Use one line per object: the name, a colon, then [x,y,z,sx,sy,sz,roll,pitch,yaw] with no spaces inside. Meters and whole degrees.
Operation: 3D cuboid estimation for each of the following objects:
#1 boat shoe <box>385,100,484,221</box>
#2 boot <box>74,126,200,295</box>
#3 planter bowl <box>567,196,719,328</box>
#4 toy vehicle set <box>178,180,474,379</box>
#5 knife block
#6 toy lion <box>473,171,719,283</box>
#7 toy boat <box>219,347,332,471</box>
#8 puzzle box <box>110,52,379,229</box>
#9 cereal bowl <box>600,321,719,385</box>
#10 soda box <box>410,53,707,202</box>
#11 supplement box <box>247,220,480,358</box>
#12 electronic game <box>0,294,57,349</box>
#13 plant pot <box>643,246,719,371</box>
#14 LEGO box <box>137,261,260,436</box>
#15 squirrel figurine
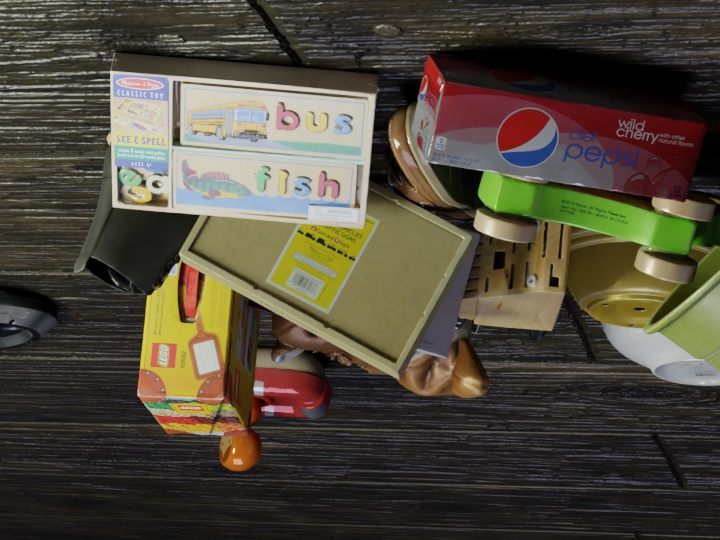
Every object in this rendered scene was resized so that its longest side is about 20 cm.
boat shoe: [0.052,-0.077,1.719,0.068,0.072,0.200,-3,162,21]
boot: [-0.137,-0.023,1.778,0.200,0.139,0.077,27,158,-27]
planter bowl: [0.243,0.000,1.905,0.200,0.084,0.200,5,164,1]
toy vehicle set: [-0.026,-0.017,1.720,0.200,0.124,0.027,28,169,10]
knife block: [0.145,0.013,1.850,0.175,0.064,0.200,16,163,-42]
toy lion: [0.190,-0.052,1.705,0.199,0.069,0.192,13,-169,0]
toy boat: [-0.134,0.158,2.448,0.199,0.131,0.131,2,163,7]
puzzle box: [-0.089,-0.097,1.661,0.199,0.025,0.133,4,130,0]
cereal bowl: [0.324,0.057,2.078,0.199,0.084,0.200,4,162,1]
soda box: [0.142,-0.103,1.584,0.199,0.064,0.070,8,-159,-13]
supplement box: [0.000,0.000,1.833,0.061,0.109,0.200,17,178,-43]
electronic game: [-0.420,0.052,2.325,0.199,0.042,0.200,-2,168,-1]
plant pot: [0.353,0.045,1.690,0.190,0.200,0.200,47,159,2]
LEGO box: [-0.134,0.031,1.905,0.077,0.201,0.149,2,163,6]
squirrel figurine: [-0.004,0.048,2.013,0.186,0.142,0.200,1,174,-24]
